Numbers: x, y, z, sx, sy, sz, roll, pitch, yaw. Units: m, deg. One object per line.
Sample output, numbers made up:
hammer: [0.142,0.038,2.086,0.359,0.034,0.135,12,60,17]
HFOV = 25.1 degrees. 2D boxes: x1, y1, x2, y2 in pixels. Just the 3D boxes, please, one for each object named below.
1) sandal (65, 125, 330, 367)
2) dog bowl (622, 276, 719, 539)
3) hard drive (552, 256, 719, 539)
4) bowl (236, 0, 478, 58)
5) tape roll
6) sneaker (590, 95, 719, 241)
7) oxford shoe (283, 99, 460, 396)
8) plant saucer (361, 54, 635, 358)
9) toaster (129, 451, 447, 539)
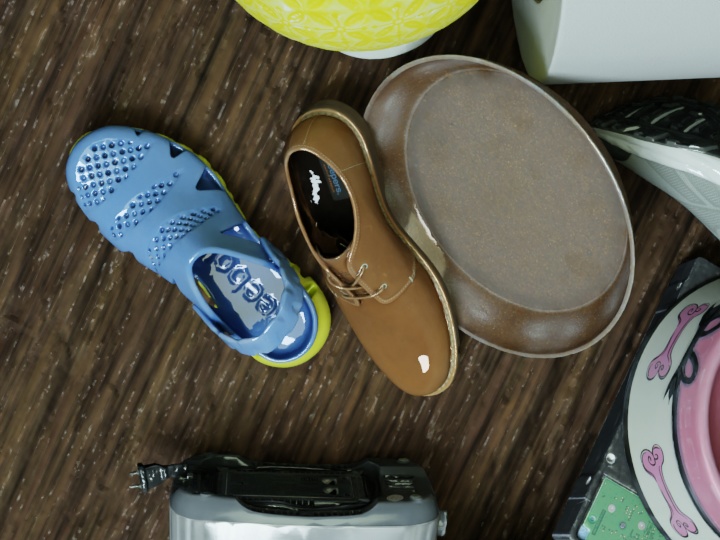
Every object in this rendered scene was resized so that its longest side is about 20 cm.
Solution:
sandal: [-0.097,-0.015,0.990,0.200,0.087,0.080,39,95,-5]
dog bowl: [0.264,0.095,0.977,0.198,0.074,0.202,2,82,-13]
hard drive: [0.223,0.112,1.021,0.139,0.038,0.201,29,75,-8]
bowl: [0.006,-0.191,0.953,0.198,0.201,0.108,-15,139,-2]
tape roll: [0.166,-0.210,0.926,0.138,0.203,0.205,-3,97,-4]
sneaker: [0.218,-0.049,0.974,0.074,0.199,0.080,-27,132,-38]
oxford shoe: [0.000,0.000,0.992,0.071,0.071,0.201,-19,108,24]
plant saucer: [0.085,-0.042,0.967,0.034,0.200,0.201,-38,99,-37]
toaster: [-0.046,0.188,1.002,0.198,0.114,0.131,2,99,-5]
